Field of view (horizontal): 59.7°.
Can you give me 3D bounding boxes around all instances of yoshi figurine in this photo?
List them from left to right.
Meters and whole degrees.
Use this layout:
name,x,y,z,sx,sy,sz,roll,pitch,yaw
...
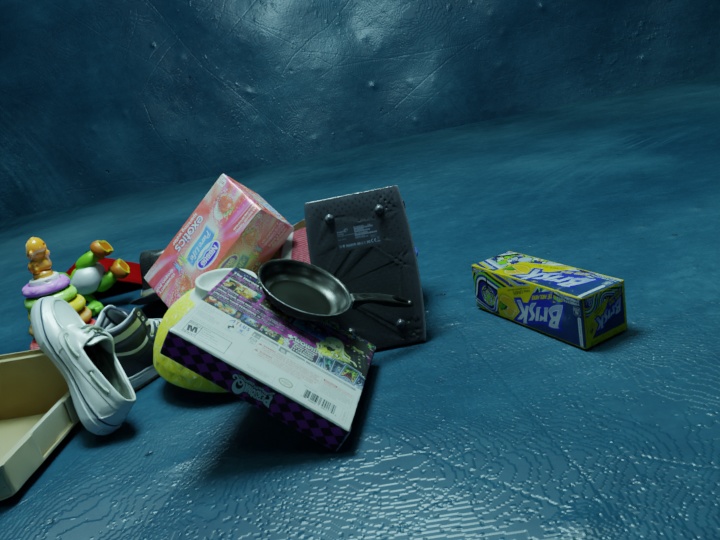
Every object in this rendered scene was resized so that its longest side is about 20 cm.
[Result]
name,x,y,z,sx,sy,sz,roll,pitch,yaw
yoshi figurine,-0.545,0.036,1.185,0.200,0.112,0.112,-38,62,0

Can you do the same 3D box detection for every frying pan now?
name,x,y,z,sx,sy,sz,roll,pitch,yaw
frying pan,-0.038,0.023,0.761,0.190,0.031,0.115,-1,34,-41

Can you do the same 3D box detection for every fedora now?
name,x,y,z,sx,sy,sz,roll,pitch,yaw
fedora,-0.342,-0.004,1.145,0.200,0.092,0.201,-17,6,2

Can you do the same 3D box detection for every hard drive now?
name,x,y,z,sx,sy,sz,roll,pitch,yaw
hard drive,0.007,0.001,0.809,0.135,0.201,0.042,-11,3,3

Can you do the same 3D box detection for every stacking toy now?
name,x,y,z,sx,sy,sz,roll,pitch,yaw
stacking toy,-0.481,0.044,0.979,0.109,0.201,0.116,-12,19,-1

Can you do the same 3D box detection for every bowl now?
name,x,y,z,sx,sy,sz,roll,pitch,yaw
bowl,-0.172,0.061,0.818,0.200,0.108,0.200,0,22,0

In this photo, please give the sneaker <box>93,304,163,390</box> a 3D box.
name,x,y,z,sx,sy,sz,roll,pitch,yaw
sneaker,-0.294,0.082,0.890,0.070,0.109,0.200,-2,21,28

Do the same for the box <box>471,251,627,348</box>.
name,x,y,z,sx,sy,sz,roll,pitch,yaw
box,0.227,0.030,0.780,0.070,0.064,0.200,-19,19,-22

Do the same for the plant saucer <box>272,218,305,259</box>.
name,x,y,z,sx,sy,sz,roll,pitch,yaw
plant saucer,-0.074,-0.031,1.067,0.200,0.035,0.200,-26,-20,-10

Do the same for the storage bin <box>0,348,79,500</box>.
name,x,y,z,sx,sy,sz,roll,pitch,yaw
storage bin,-0.448,0.181,0.719,0.198,0.094,0.200,-10,18,6

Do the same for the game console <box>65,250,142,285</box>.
name,x,y,z,sx,sy,sz,roll,pitch,yaw
game console,-0.572,0.034,1.367,0.172,0.119,0.200,-48,25,-6

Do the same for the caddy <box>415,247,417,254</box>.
name,x,y,z,sx,sy,sz,roll,pitch,yaw
caddy,0.000,0.000,0.949,0.141,0.105,0.200,-27,23,-35

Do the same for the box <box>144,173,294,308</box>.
name,x,y,z,sx,sy,sz,roll,pitch,yaw
box,-0.209,-0.025,0.933,0.103,0.200,0.095,42,6,28

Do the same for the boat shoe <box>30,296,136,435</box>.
name,x,y,z,sx,sy,sz,roll,pitch,yaw
boat shoe,-0.327,0.099,0.761,0.067,0.200,0.074,-42,-18,12

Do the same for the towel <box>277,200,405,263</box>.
name,x,y,z,sx,sy,sz,roll,pitch,yaw
towel,-0.029,-0.038,0.907,0.199,0.023,0.144,-15,36,11

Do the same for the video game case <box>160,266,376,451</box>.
name,x,y,z,sx,sy,sz,roll,pitch,yaw
video game case,-0.087,0.085,0.680,0.200,0.036,0.181,29,23,-2
